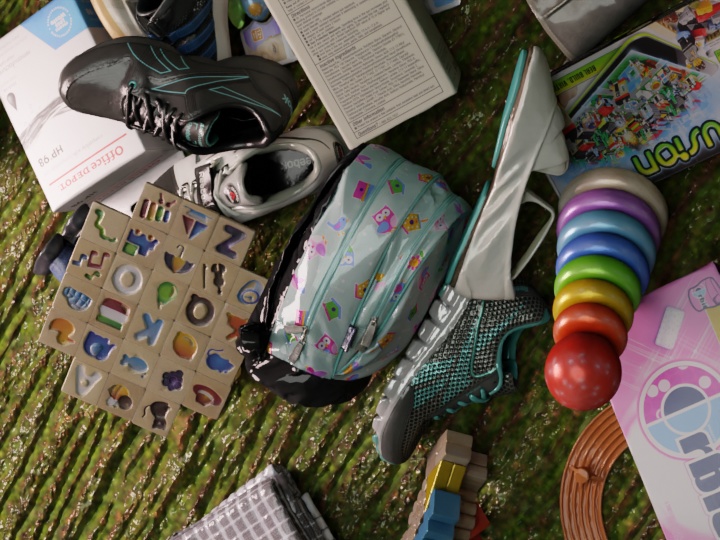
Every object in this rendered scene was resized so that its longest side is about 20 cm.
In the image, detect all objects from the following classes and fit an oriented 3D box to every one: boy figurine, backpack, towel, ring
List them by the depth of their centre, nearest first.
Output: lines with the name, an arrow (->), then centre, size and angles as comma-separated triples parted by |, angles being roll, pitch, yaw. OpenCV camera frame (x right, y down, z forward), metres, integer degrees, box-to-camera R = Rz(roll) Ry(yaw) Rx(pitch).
ring -> 0.248, 0.191, 1.330 | 0.198, 0.019, 0.203 | 2, 94, 25
backpack -> 0.000, 0.000, 1.356 | 0.126, 0.167, 0.201 | 28, 110, 3
towel -> -0.083, 0.289, 1.456 | 0.165, 0.085, 0.201 | -36, 79, 22
boy figurine -> -0.181, 0.026, 1.473 | 0.199, 0.125, 0.064 | 36, 150, -2

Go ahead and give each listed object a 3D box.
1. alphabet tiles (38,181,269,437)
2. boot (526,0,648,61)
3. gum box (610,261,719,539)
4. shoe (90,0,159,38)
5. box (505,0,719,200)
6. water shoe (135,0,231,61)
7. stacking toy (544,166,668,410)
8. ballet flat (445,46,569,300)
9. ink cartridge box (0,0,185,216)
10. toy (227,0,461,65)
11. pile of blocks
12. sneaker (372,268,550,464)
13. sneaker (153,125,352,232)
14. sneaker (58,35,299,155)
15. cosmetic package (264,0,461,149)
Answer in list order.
alphabet tiles -> -0.170, 0.035, 1.418 | 0.165, 0.006, 0.202 | 23, 107, -5
boot -> 0.229, -0.225, 1.275 | 0.199, 0.072, 0.183 | -37, 66, 17
gum box -> 0.258, 0.110, 1.273 | 0.113, 0.066, 0.202 | -25, 76, 19
shoe -> -0.206, -0.281, 1.473 | 0.053, 0.070, 0.202 | -20, 84, 33
box -> 0.217, -0.125, 1.273 | 0.199, 0.035, 0.111 | -26, 98, 36
water shoe -> -0.153, -0.209, 1.425 | 0.071, 0.078, 0.202 | 42, 135, 52
stacking toy -> 0.173, 0.021, 1.234 | 0.084, 0.201, 0.086 | 9, 137, 8
ballet flat -> 0.122, -0.068, 1.289 | 0.069, 0.069, 0.202 | 25, 109, 21
ink cartridge box -> -0.237, -0.132, 1.502 | 0.115, 0.067, 0.202 | -30, 82, 24
toy -> -0.027, -0.245, 1.405 | 0.198, 0.047, 0.117 | -16, 90, 26
pile of blocks -> 0.069, 0.231, 1.385 | 0.061, 0.082, 0.202 | 14, 106, -12
sneaker -> 0.081, 0.082, 1.371 | 0.091, 0.077, 0.201 | 34, 109, 15
sneaker -> -0.108, -0.072, 1.418 | 0.198, 0.088, 0.075 | -22, 93, 16
sneaker -> -0.151, -0.139, 1.383 | 0.197, 0.080, 0.076 | 3, 133, 3
cosmetic package -> -0.011, -0.211, 1.345 | 0.103, 0.073, 0.201 | -25, 104, 15
